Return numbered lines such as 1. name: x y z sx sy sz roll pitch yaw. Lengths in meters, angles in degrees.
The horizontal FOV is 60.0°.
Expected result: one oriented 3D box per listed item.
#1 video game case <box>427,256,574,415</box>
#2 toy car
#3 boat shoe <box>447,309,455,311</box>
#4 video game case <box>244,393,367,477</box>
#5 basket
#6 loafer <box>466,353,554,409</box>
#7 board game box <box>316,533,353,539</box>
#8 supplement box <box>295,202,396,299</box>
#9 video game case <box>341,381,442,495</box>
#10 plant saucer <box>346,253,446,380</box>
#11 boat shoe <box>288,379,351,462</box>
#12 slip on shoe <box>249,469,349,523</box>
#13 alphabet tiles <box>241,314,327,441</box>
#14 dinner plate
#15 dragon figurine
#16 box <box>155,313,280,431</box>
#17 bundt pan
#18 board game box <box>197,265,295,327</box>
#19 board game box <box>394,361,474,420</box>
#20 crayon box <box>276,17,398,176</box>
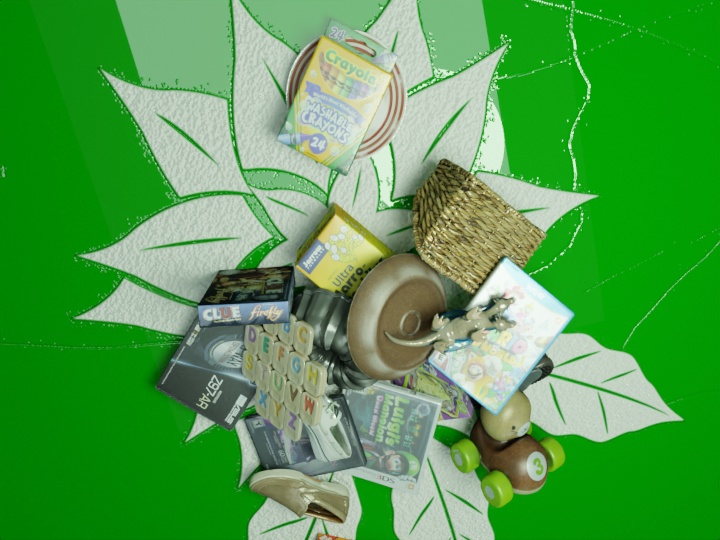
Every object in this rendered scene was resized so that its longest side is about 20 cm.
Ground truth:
1. video game case: 0.217 0.103 0.971 0.142 0.018 0.202 37 95 -3
2. toy car: 0.261 0.263 1.064 0.161 0.157 0.204 -19 128 -29
3. boat shoe: 0.177 0.106 1.104 0.195 0.065 0.074 17 119 11
4. video game case: -0.100 0.312 1.144 0.195 0.019 0.146 -15 106 14
5. basket: 0.169 -0.063 1.009 0.198 0.143 0.151 30 100 -30
6. loafer: 0.251 0.190 1.137 0.196 0.072 0.073 -26 140 13
7. board game box: -0.011 0.661 1.170 0.195 0.200 0.205 13 104 -7
8. supplement box: 0.000 0.000 1.038 0.199 0.110 0.109 38 99 -12
9. video game case: 0.040 0.298 1.136 0.177 0.023 0.205 14 111 6
10. plant saucer: 0.068 0.078 0.962 0.197 0.036 0.206 -11 108 -34
11. boat shoe: -0.063 0.242 1.063 0.065 0.074 0.203 -7 125 18
12. slip on shoe: -0.111 0.420 1.149 0.196 0.062 0.076 22 131 -22
13. alphabet tiles: -0.128 0.163 1.004 0.014 0.198 0.201 -8 114 -45
14. dinner plate: -0.022 -0.279 1.006 0.194 0.024 0.206 -1 104 -3
15. dragon figurine: 0.141 0.088 0.925 0.196 0.099 0.060 -19 82 12
16. box: -0.243 0.159 1.100 0.158 0.044 0.202 33 101 -11
17. bundt pan: -0.041 0.126 1.027 0.197 0.077 0.204 19 144 14
18. board game box: -0.173 0.037 0.990 0.132 0.200 0.036 -3 105 -3
19. board game box: 0.109 0.179 1.107 0.118 0.032 0.203 -14 110 39
20. crayon box: -0.034 -0.269 0.970 0.123 0.052 0.203 24 102 -10
